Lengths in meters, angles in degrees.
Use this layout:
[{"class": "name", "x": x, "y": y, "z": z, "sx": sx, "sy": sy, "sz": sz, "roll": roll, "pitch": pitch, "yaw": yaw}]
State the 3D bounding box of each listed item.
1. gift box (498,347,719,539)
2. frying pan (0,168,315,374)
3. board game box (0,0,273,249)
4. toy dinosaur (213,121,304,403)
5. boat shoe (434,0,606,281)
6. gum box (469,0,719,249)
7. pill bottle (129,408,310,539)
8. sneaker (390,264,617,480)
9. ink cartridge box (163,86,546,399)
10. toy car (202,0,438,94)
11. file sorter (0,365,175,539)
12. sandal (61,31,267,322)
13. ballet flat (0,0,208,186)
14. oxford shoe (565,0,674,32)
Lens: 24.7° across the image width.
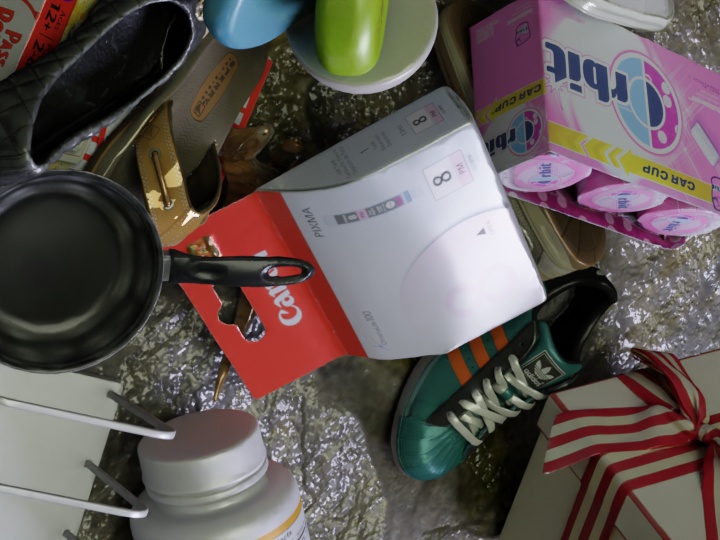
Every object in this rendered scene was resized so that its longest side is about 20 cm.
[{"class": "gift box", "x": 0.213, "y": 0.178, "z": 1.150, "sx": 0.200, "sy": 0.185, "sz": 0.187, "roll": -15, "pitch": 137, "yaw": -34}, {"class": "frying pan", "x": -0.128, "y": -0.015, "z": 0.879, "sx": 0.190, "sy": 0.031, "sz": 0.115, "roll": -23, "pitch": 117, "yaw": -13}, {"class": "board game box", "x": -0.146, "y": -0.090, "z": 0.940, "sx": 0.200, "sy": 0.046, "sz": 0.152, "roll": 24, "pitch": 88, "yaw": -58}, {"class": "toy dinosaur", "x": -0.063, "y": -0.024, "z": 1.049, "sx": 0.106, "sy": 0.060, "sz": 0.200, "roll": -21, "pitch": 133, "yaw": -26}, {"class": "boat shoe", "x": 0.095, "y": -0.085, "z": 1.117, "sx": 0.072, "sy": 0.065, "sz": 0.200, "roll": -33, "pitch": 98, "yaw": -45}, {"class": "gum box", "x": 0.167, "y": -0.094, "z": 1.093, "sx": 0.200, "sy": 0.066, "sz": 0.114, "roll": 16, "pitch": 63, "yaw": -38}, {"class": "pill bottle", "x": -0.083, "y": 0.194, "z": 1.049, "sx": 0.109, "sy": 0.109, "sz": 0.201, "roll": -20, "pitch": 110, "yaw": -26}, {"class": "sneaker", "x": 0.101, "y": 0.068, "z": 1.149, "sx": 0.200, "sy": 0.080, "sz": 0.071, "roll": -52, "pitch": 122, "yaw": -11}, {"class": "ink cartridge box", "x": 0.000, "y": 0.000, "z": 1.011, "sx": 0.200, "sy": 0.057, "sz": 0.163, "roll": -31, "pitch": 132, "yaw": -3}, {"class": "toy car", "x": -0.034, "y": -0.195, "z": 0.856, "sx": 0.149, "sy": 0.175, "sz": 0.201, "roll": 0, "pitch": 70, "yaw": 1}, {"class": "file sorter", "x": -0.210, "y": 0.159, "z": 0.956, "sx": 0.139, "sy": 0.124, "sz": 0.201, "roll": 16, "pitch": 93, "yaw": -32}, {"class": "sandal", "x": -0.103, "y": -0.057, "z": 0.927, "sx": 0.200, "sy": 0.054, "sz": 0.080, "roll": -59, "pitch": 147, "yaw": -11}, {"class": "ballet flat", "x": -0.129, "y": -0.101, "z": 0.858, "sx": 0.200, "sy": 0.057, "sz": 0.067, "roll": -47, "pitch": 139, "yaw": -37}, {"class": "oxford shoe", "x": 0.176, "y": -0.200, "z": 1.096, "sx": 0.058, "sy": 0.075, "sz": 0.200, "roll": -59, "pitch": 161, "yaw": 18}]
